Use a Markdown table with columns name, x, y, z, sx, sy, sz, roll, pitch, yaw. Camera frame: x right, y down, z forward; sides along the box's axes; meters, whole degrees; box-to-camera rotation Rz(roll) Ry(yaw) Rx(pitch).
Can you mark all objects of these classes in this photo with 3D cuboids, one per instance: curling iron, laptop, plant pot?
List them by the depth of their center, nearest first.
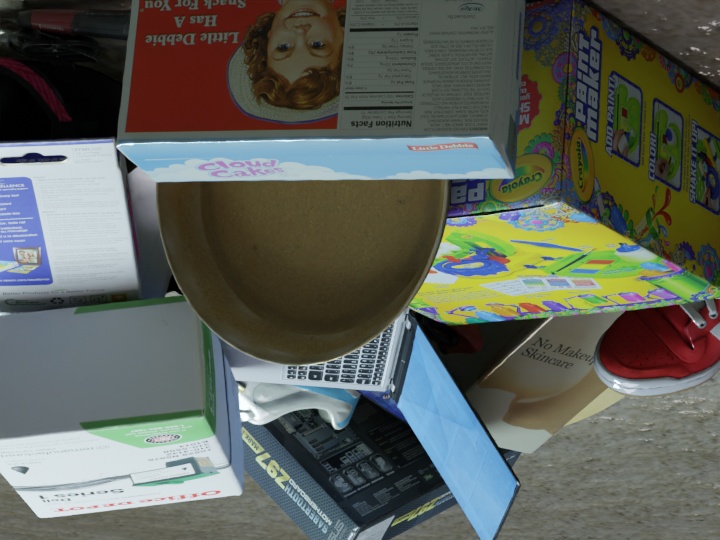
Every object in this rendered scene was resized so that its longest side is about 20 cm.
| name | x | y | z | sx | sy | sz | roll | pitch | yaw |
| --- | --- | --- | --- | --- | --- | --- | --- | --- | --- |
| plant pot | -0.028 | -0.048 | 1.416 | 0.200 | 0.201 | 0.027 | -8 | 174 | 36 |
| curling iron | -0.105 | -0.133 | 1.427 | 0.200 | 0.026 | 0.050 | 0 | 165 | 25 |
| laptop | -0.003 | 0.098 | 1.662 | 0.200 | 0.116 | 0.187 | 4 | 161 | -2 |

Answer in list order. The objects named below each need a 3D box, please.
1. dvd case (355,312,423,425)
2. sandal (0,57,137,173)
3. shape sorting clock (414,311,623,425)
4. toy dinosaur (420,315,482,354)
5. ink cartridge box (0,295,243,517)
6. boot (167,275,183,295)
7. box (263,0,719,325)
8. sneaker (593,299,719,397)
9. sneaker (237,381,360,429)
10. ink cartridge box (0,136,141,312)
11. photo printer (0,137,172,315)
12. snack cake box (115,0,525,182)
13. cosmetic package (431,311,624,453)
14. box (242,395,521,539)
| name | x | y | z | sx | sy | sz | roll | pitch | yaw |
| --- | --- | --- | --- | --- | --- | --- | --- | --- | --- |
| dvd case | 0.101 | 0.051 | 1.825 | 0.200 | 0.018 | 0.143 | -33 | 137 | 22 |
| sandal | -0.213 | -0.094 | 1.479 | 0.200 | 0.075 | 0.045 | 18 | -170 | -16 |
| shape sorting clock | 0.126 | 0.051 | 1.879 | 0.200 | 0.039 | 0.200 | -9 | 141 | -7 |
| toy dinosaur | 0.000 | 0.000 | 1.642 | 0.182 | 0.200 | 0.105 | 52 | 139 | -5 |
| ink cartridge box | -0.156 | 0.089 | 1.628 | 0.146 | 0.085 | 0.200 | -7 | 161 | 3 |
| boot | -0.058 | -0.011 | 1.754 | 0.168 | 0.077 | 0.200 | 3 | 171 | 16 |
| box | 0.083 | -0.056 | 1.483 | 0.200 | 0.122 | 0.193 | -6 | 161 | 35 |
| sneaker | 0.236 | 0.002 | 1.616 | 0.200 | 0.071 | 0.113 | -26 | 150 | -20 |
| sneaker | -0.091 | 0.066 | 1.830 | 0.200 | 0.081 | 0.077 | 7 | -177 | -13 |
| ink cartridge box | -0.180 | -0.034 | 1.491 | 0.094 | 0.037 | 0.200 | -2 | 154 | -1 |
| photo printer | -0.193 | -0.028 | 1.607 | 0.166 | 0.070 | 0.200 | 8 | 135 | -12 |
| snack cake box | -0.019 | -0.109 | 1.337 | 0.200 | 0.115 | 0.067 | 0 | 164 | 15 |
| cosmetic package | 0.133 | 0.035 | 1.736 | 0.105 | 0.071 | 0.200 | 15 | 135 | -35 |
| box | 0.005 | 0.121 | 1.933 | 0.200 | 0.158 | 0.051 | -23 | 150 | -45 |
